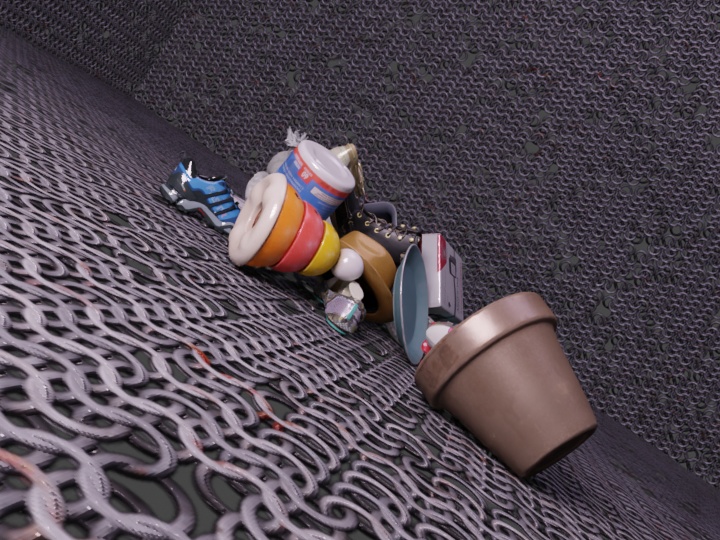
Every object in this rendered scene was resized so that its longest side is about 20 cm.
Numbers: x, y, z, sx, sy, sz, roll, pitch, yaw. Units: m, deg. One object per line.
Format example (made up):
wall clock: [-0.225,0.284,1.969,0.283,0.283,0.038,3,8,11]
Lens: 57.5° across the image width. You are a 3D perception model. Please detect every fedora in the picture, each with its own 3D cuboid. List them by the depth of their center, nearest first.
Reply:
fedora: [0.000,0.000,1.115,0.200,0.082,0.201,31,-29,19]

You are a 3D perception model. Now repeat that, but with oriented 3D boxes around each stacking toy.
stacking toy: [-0.081,-0.040,0.974,0.200,0.146,0.146,27,7,-26]

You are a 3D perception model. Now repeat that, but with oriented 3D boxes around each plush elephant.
plush elephant: [-0.127,-0.135,1.192,0.164,0.155,0.200,6,-40,2]

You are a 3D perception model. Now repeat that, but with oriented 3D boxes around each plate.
plate: [0.082,0.056,1.091,0.026,0.200,0.200,-2,-7,17]

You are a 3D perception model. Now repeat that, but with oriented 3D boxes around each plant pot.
plant pot: [0.194,0.153,0.819,0.200,0.200,0.175,26,26,-57]

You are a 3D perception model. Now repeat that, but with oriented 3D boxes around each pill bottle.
pill bottle: [-0.111,-0.102,1.059,0.112,0.200,0.112,36,22,-17]

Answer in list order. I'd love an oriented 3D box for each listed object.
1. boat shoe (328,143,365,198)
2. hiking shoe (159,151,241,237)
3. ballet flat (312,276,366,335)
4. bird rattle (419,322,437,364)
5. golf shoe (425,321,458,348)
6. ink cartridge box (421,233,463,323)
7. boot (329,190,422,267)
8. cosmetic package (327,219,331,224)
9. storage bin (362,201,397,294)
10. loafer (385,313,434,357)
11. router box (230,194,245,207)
boat shoe: [-0.019,-0.176,1.218,0.073,0.063,0.200,62,4,12]
hiking shoe: [-0.240,-0.117,1.132,0.200,0.087,0.074,30,5,-36]
ballet flat: [-0.028,0.043,1.033,0.072,0.072,0.200,32,4,-16]
bird rattle: [0.191,0.169,1.069,0.200,0.113,0.163,29,22,-11]
golf shoe: [0.158,0.152,0.980,0.200,0.092,0.073,41,-23,37]
ink cartridge box: [0.147,0.022,1.319,0.083,0.145,0.200,-4,-14,21]
boot: [0.030,-0.083,1.149,0.154,0.074,0.204,8,-46,16]
cosmetic package: [-0.137,-0.136,1.570,0.200,0.165,0.165,32,5,-11]
storage bin: [0.020,-0.012,1.299,0.145,0.200,0.134,-6,-22,17]
loafer: [0.131,0.137,1.203,0.200,0.075,0.070,37,-8,11]
router box: [-0.181,-0.075,1.346,0.200,0.049,0.179,35,5,25]
